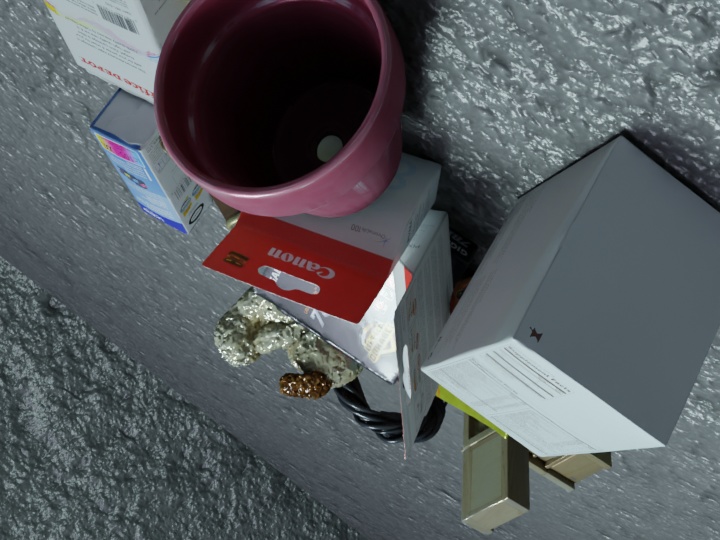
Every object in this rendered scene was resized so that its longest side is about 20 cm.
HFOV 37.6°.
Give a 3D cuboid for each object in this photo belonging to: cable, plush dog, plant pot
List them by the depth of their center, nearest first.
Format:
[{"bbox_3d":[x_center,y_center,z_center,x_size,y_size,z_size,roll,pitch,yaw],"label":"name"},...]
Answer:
[{"bbox_3d":[-0.046,-0.131,0.885,0.198,0.202,0.179,25,176,21],"label":"plant pot"},{"bbox_3d":[-0.060,0.069,1.335,0.172,0.199,0.161,48,141,7],"label":"plush dog"},{"bbox_3d":[0.030,0.175,1.532,0.198,0.163,0.051,32,128,6],"label":"cable"}]

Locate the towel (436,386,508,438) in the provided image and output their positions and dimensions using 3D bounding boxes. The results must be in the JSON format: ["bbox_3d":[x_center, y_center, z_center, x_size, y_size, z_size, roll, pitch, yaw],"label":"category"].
[{"bbox_3d":[0.108,0.135,1.301,0.199,0.018,0.087,26,143,49],"label":"towel"}]

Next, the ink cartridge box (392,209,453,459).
[{"bbox_3d":[0.047,0.056,1.025,0.049,0.200,0.163,5,121,20],"label":"ink cartridge box"}]

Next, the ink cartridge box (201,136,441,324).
[{"bbox_3d":[-0.032,-0.053,0.976,0.158,0.201,0.048,20,133,14],"label":"ink cartridge box"}]

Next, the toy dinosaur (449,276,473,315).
[{"bbox_3d":[0.176,0.062,1.042,0.178,0.202,0.106,-5,134,9],"label":"toy dinosaur"}]

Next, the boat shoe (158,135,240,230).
[{"bbox_3d":[-0.117,-0.079,1.059,0.200,0.076,0.075,30,148,-15],"label":"boat shoe"}]

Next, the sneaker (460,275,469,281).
[{"bbox_3d":[0.143,0.074,1.240,0.089,0.067,0.201,12,147,51],"label":"sneaker"}]

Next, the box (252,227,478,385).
[{"bbox_3d":[0.000,0.000,1.167,0.197,0.050,0.201,32,127,2],"label":"box"}]

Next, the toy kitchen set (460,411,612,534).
[{"bbox_3d":[0.198,0.279,1.352,0.199,0.182,0.163,32,132,-25],"label":"toy kitchen set"}]

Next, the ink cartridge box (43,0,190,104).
[{"bbox_3d":[-0.222,-0.256,0.997,0.143,0.085,0.201,27,160,17],"label":"ink cartridge box"}]

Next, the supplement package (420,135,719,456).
[{"bbox_3d":[0.181,0.032,0.876,0.146,0.193,0.200,34,162,-8],"label":"supplement package"}]

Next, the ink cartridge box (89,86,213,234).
[{"bbox_3d":[-0.197,-0.137,1.163,0.076,0.137,0.201,26,159,23],"label":"ink cartridge box"}]
